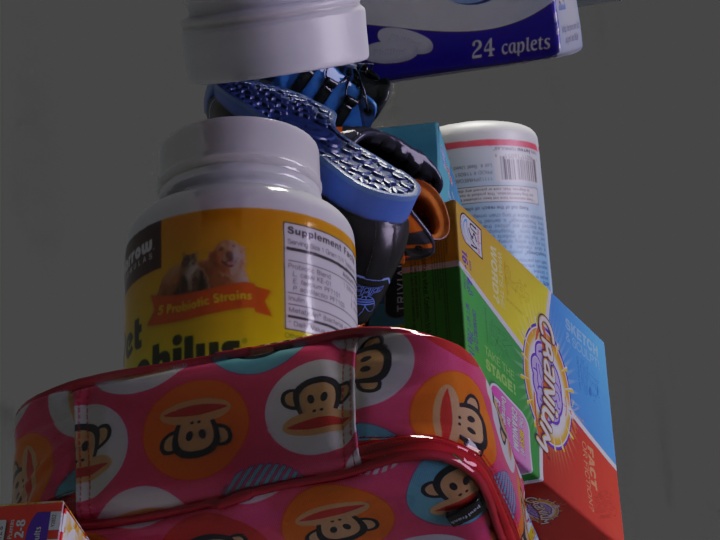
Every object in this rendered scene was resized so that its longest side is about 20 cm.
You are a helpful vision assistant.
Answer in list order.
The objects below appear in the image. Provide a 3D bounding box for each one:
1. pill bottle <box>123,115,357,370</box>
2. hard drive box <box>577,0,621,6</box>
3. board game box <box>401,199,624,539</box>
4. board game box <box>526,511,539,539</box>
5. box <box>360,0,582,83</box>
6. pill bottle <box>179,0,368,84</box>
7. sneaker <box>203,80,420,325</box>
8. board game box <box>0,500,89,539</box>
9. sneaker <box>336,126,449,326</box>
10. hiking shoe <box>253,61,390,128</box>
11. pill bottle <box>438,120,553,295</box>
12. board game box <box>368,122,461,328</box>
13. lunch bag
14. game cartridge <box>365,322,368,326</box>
[{"bbox_3d":[-0.055,0.035,1.149,0.109,0.109,0.200,57,28,-63],"label":"pill bottle"},{"bbox_3d":[0.061,-0.244,1.623,0.077,0.200,0.156,37,48,-73],"label":"hard drive box"},{"bbox_3d":[0.092,0.071,1.500,0.200,0.040,0.153,41,38,-47],"label":"board game box"},{"bbox_3d":[0.026,0.158,1.389,0.105,0.103,0.200,-58,152,-21],"label":"board game box"},{"bbox_3d":[0.026,-0.215,1.490,0.105,0.183,0.200,-29,111,-75],"label":"box"},{"bbox_3d":[-0.056,-0.200,1.265,0.113,0.113,0.200,-39,122,-76],"label":"pill bottle"},{"bbox_3d":[-0.037,-0.041,1.283,0.200,0.070,0.078,44,-60,57],"label":"sneaker"},{"bbox_3d":[-0.109,0.202,0.944,0.200,0.046,0.152,67,23,-51],"label":"board game box"},{"bbox_3d":[0.000,0.000,1.411,0.200,0.112,0.078,71,17,-44],"label":"sneaker"},{"bbox_3d":[-0.028,-0.114,1.405,0.075,0.086,0.200,-88,165,-44],"label":"hiking shoe"},{"bbox_3d":[0.084,-0.001,1.803,0.109,0.108,0.201,32,53,-74],"label":"pill bottle"},{"bbox_3d":[0.040,0.031,1.581,0.151,0.047,0.200,70,18,-55],"label":"board game box"},{"bbox_3d":[-0.032,0.106,1.011,0.176,0.200,0.082,66,17,-52],"label":"lunch bag"},{"bbox_3d":[-0.011,-0.011,1.557,0.130,0.038,0.201,-37,120,-81],"label":"game cartridge"}]
